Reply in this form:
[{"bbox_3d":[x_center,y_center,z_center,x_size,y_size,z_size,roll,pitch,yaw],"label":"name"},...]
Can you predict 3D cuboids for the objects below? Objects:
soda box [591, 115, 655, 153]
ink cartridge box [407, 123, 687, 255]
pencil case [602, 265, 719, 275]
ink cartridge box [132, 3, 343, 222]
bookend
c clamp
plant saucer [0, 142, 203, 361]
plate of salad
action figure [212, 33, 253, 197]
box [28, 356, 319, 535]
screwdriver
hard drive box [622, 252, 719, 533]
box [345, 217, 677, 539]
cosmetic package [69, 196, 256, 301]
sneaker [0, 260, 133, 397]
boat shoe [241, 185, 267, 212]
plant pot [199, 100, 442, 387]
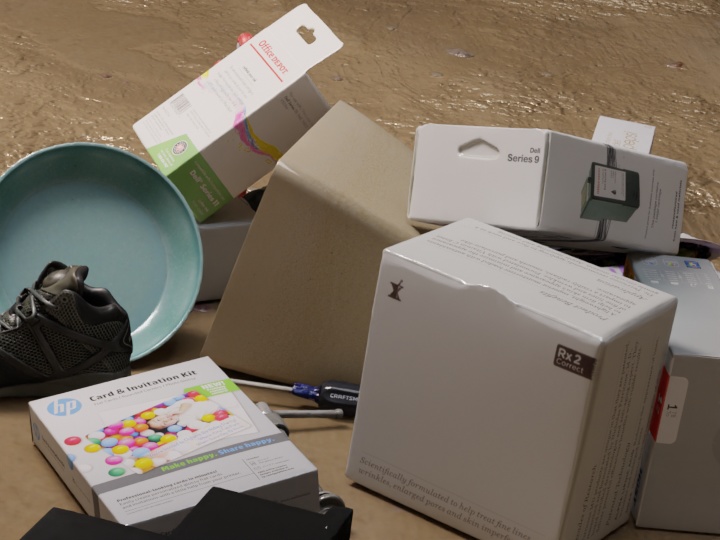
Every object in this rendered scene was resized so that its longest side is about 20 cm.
[{"bbox_3d":[0.282,-0.108,2.302,0.068,0.064,0.200,12,24,8],"label":"soda box"},{"bbox_3d":[0.157,-0.066,1.746,0.146,0.084,0.200,5,-2,43],"label":"ink cartridge box"},{"bbox_3d":[0.268,0.038,1.936,0.200,0.084,0.085,4,-13,-16],"label":"pencil case"},{"bbox_3d":[-0.099,-0.146,1.907,0.200,0.067,0.117,-36,35,0],"label":"ink cartridge box"},{"bbox_3d":[-0.131,0.213,1.366,0.200,0.092,0.199,13,22,13],"label":"bookend"},{"bbox_3d":[-0.071,0.152,1.611,0.171,0.027,0.200,0,25,-16],"label":"c clamp"},{"bbox_3d":[-0.236,-0.010,1.790,0.200,0.200,0.036,1,-15,-18],"label":"plant saucer"},{"bbox_3d":[0.249,-0.003,1.996,0.200,0.048,0.200,-2,-11,0],"label":"plate of salad"},{"bbox_3d":[-0.120,-0.129,2.032,0.065,0.200,0.099,3,23,-11],"label":"action figure"},{"bbox_3d":[-0.143,0.140,1.568,0.156,0.041,0.200,-14,28,-24],"label":"box"},{"bbox_3d":[-0.072,0.094,1.737,0.200,0.029,0.028,13,22,-3],"label":"screwdriver"},{"bbox_3d":[0.257,0.096,1.696,0.077,0.156,0.200,6,22,-7],"label":"hard drive box"},{"bbox_3d":[0.114,0.091,1.602,0.199,0.200,0.131,23,25,29],"label":"box"},{"bbox_3d":[-0.196,-0.023,1.914,0.200,0.081,0.113,-4,26,-30],"label":"cosmetic package"},{"bbox_3d":[-0.281,0.046,1.682,0.199,0.114,0.076,0,23,-15],"label":"sneaker"},{"bbox_3d":[-0.034,-0.051,2.016,0.062,0.073,0.200,23,12,40],"label":"boat shoe"},{"bbox_3d":[0.000,0.000,1.809,0.177,0.200,0.200,26,25,6],"label":"plant pot"}]
